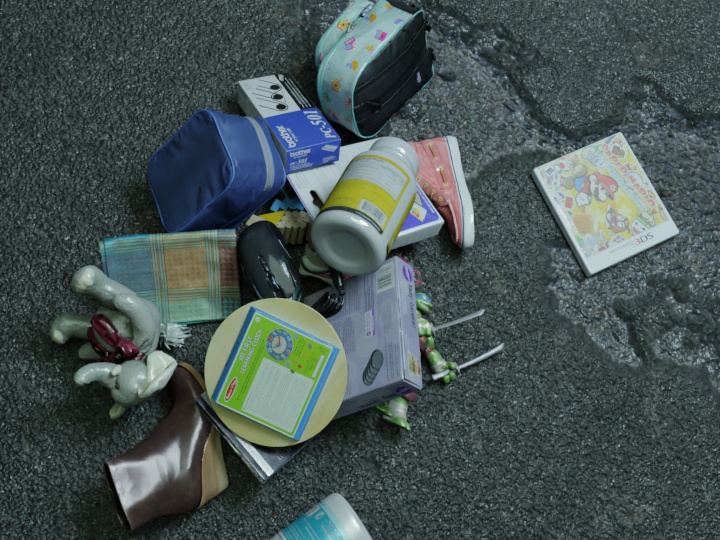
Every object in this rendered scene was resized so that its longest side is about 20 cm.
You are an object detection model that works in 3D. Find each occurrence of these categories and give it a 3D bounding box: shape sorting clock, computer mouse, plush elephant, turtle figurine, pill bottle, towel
[{"bbox_3d":[-0.115,0.139,1.146,0.196,0.039,0.204,0,95,-1],"label":"shape sorting clock"},{"bbox_3d":[-0.103,-0.006,1.191,0.139,0.046,0.202,-24,63,8],"label":"computer mouse"},{"bbox_3d":[-0.335,0.120,1.165,0.198,0.165,0.157,23,44,-30],"label":"plush elephant"},{"bbox_3d":[0.098,0.135,1.224,0.198,0.144,0.196,25,76,5],"label":"turtle figurine"},{"bbox_3d":[0.015,-0.097,1.184,0.111,0.113,0.201,26,50,3],"label":"pill bottle"},{"bbox_3d":[-0.082,0.402,1.133,0.199,0.111,0.111,-33,78,-15],"label":"pill bottle"},{"bbox_3d":[-0.277,0.014,1.239,0.197,0.022,0.149,-5,113,-8],"label":"towel"}]

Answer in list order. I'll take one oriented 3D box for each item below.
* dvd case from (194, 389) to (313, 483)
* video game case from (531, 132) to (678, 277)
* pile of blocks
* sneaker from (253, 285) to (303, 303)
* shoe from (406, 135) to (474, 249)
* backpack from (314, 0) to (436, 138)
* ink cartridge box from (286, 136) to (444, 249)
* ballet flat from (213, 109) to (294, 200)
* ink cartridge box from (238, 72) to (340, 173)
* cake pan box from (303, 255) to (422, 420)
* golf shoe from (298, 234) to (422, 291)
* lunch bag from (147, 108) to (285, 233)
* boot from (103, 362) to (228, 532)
[{"bbox_3d":[-0.119,0.188,1.212,0.149,0.016,0.199,47,51,9],"label":"dvd case"},{"bbox_3d":[0.408,-0.113,1.402,0.180,0.023,0.202,-23,76,-13],"label":"video game case"},{"bbox_3d":[-0.087,-0.077,1.319,0.197,0.062,0.083,-7,60,-17],"label":"pile of blocks"},{"bbox_3d":[-0.119,0.067,1.230,0.070,0.080,0.203,1,58,-22],"label":"sneaker"},{"bbox_3d":[0.123,-0.123,1.352,0.089,0.072,0.203,-6,67,-7],"label":"shoe"},{"bbox_3d":[0.012,-0.323,1.349,0.152,0.176,0.201,26,69,20],"label":"backpack"},{"bbox_3d":[-0.004,-0.111,1.291,0.198,0.044,0.199,-16,57,-26],"label":"ink cartridge box"},{"bbox_3d":[-0.172,-0.191,1.340,0.199,0.073,0.073,36,72,8],"label":"ballet flat"},{"bbox_3d":[-0.115,-0.237,1.322,0.093,0.045,0.201,-16,49,-23],"label":"ink cartridge box"},{"bbox_3d":[-0.002,0.096,1.199,0.183,0.052,0.203,-24,53,30],"label":"cake pan box"},{"bbox_3d":[0.000,0.000,1.301,0.197,0.093,0.073,19,36,-17],"label":"golf shoe"},{"bbox_3d":[-0.215,-0.138,1.260,0.131,0.199,0.138,-2,66,-52],"label":"lunch bag"},{"bbox_3d":[-0.273,0.237,1.152,0.165,0.072,0.203,-10,78,-43],"label":"boot"}]
